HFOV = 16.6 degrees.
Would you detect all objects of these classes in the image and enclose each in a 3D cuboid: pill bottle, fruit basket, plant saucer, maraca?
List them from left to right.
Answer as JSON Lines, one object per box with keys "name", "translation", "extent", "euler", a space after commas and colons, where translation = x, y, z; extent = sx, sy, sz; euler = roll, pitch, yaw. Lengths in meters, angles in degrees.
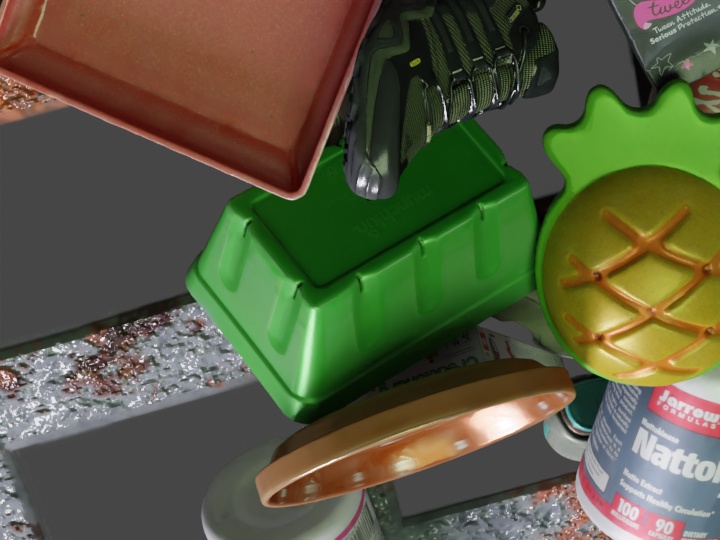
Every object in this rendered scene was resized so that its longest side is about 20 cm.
{"name": "plant saucer", "translation": [-0.086, -0.168, 1.366], "extent": [0.199, 0.037, 0.201], "euler": [23, 111, 3]}
{"name": "pill bottle", "translation": [-0.030, 0.222, 1.717], "extent": [0.113, 0.114, 0.200], "euler": [-18, 128, 1]}
{"name": "fruit basket", "translation": [0.000, 0.000, 1.511], "extent": [0.215, 0.156, 0.216], "euler": [-32, 154, -17]}
{"name": "plant saucer", "translation": [0.031, 0.094, 1.475], "extent": [0.200, 0.032, 0.200], "euler": [-18, 169, -4]}
{"name": "maraca", "translation": [0.170, -0.019, 1.454], "extent": [0.137, 0.107, 0.201], "euler": [-5, 117, 3]}
{"name": "pill bottle", "translation": [0.221, 0.077, 1.588], "extent": [0.119, 0.120, 0.201], "euler": [5, 122, -17]}

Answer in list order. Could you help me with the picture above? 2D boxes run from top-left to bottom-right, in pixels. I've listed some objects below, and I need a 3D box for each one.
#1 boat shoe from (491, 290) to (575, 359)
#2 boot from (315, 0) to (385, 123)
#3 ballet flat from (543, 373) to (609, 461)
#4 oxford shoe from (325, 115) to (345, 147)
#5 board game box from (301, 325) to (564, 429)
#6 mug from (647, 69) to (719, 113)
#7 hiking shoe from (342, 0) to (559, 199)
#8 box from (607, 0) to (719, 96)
{"name": "boat shoe", "translation": [0.134, 0.012, 1.625], "extent": [0.074, 0.066, 0.199], "euler": [-5, 160, 38]}
{"name": "boot", "translation": [0.038, -0.156, 1.447], "extent": [0.097, 0.200, 0.075], "euler": [39, 141, 5]}
{"name": "ballet flat", "translation": [0.222, 0.092, 1.720], "extent": [0.199, 0.068, 0.064], "euler": [-8, 156, -12]}
{"name": "oxford shoe", "translation": [-0.069, -0.156, 1.464], "extent": [0.075, 0.058, 0.200], "euler": [-24, 113, 11]}
{"name": "board game box", "translation": [0.051, 0.079, 1.596], "extent": [0.126, 0.035, 0.200], "euler": [-20, 166, 17]}
{"name": "mug", "translation": [0.287, -0.105, 1.540], "extent": [0.199, 0.178, 0.134], "euler": [16, 141, -3]}
{"name": "hiking shoe", "translation": [0.057, -0.115, 1.345], "extent": [0.100, 0.200, 0.076], "euler": [19, 148, 8]}
{"name": "box", "translation": [0.225, -0.218, 1.434], "extent": [0.199, 0.132, 0.115], "euler": [-27, 124, 7]}
